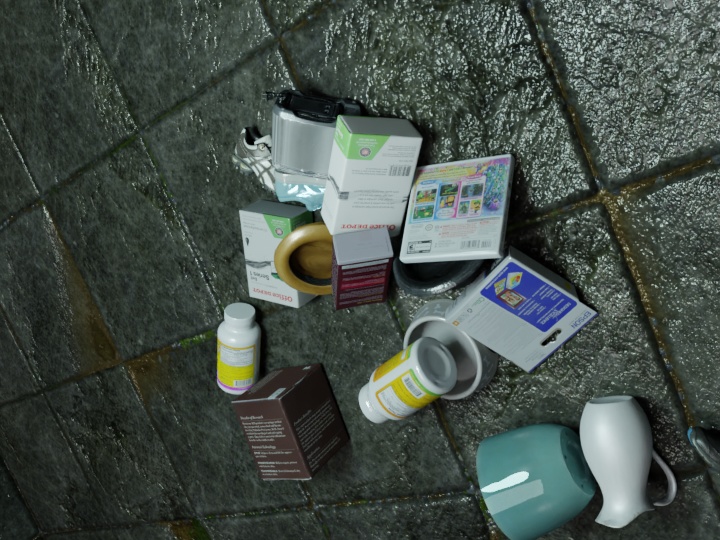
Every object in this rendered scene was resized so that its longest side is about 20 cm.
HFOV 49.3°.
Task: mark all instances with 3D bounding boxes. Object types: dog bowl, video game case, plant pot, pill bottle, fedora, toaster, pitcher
[{"bbox_3d":[0.171,0.161,1.540,0.196,0.058,0.205,16,119,30],"label":"dog bowl"},{"bbox_3d":[0.168,-0.106,1.371,0.196,0.024,0.187,-3,67,37],"label":"video game case"},{"bbox_3d":[0.333,0.376,1.439,0.159,0.200,0.203,-31,92,31],"label":"plant pot"},{"bbox_3d":[-0.286,0.182,1.848,0.102,0.104,0.205,21,121,26],"label":"pill bottle"},{"bbox_3d":[0.160,-0.021,1.419,0.197,0.205,0.091,-4,149,36],"label":"fedora"},{"bbox_3d":[0.085,0.220,1.519,0.112,0.111,0.199,53,131,3],"label":"pill bottle"},{"bbox_3d":[-0.080,-0.039,1.585,0.195,0.083,0.204,-6,135,-6],"label":"fedora"},{"bbox_3d":[-0.095,-0.256,1.481,0.195,0.115,0.132,9,124,-2],"label":"toaster"},{"bbox_3d":[0.470,0.322,1.366,0.121,0.168,0.206,166,96,-67],"label":"pitcher"}]

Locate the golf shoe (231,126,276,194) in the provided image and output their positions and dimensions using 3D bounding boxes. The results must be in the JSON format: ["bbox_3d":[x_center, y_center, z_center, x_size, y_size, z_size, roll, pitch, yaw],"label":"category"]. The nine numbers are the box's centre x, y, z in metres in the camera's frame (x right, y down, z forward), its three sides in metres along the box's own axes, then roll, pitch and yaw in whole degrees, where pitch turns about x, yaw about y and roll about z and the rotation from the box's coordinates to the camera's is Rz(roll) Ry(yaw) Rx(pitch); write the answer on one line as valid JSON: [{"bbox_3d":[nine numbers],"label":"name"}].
[{"bbox_3d":[-0.183,-0.223,1.609,0.197,0.077,0.096,29,125,20],"label":"golf shoe"}]

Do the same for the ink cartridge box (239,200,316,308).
[{"bbox_3d":[-0.172,-0.035,1.680,0.143,0.084,0.205,10,116,32],"label":"ink cartridge box"}]

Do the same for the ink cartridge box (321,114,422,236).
[{"bbox_3d":[0.017,-0.170,1.434,0.085,0.142,0.204,-120,36,-51],"label":"ink cartridge box"}]

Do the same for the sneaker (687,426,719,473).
[{"bbox_3d":[0.632,0.307,1.279,0.198,0.073,0.083,33,110,12],"label":"sneaker"}]

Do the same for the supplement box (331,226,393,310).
[{"bbox_3d":[0.000,0.000,1.500,0.201,0.106,0.062,97,162,-61],"label":"supplement box"}]

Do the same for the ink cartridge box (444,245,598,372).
[{"bbox_3d":[0.286,0.073,1.409,0.197,0.048,0.198,29,129,-14],"label":"ink cartridge box"}]

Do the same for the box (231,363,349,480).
[{"bbox_3d":[-0.157,0.345,1.788,0.162,0.165,0.204,-12,103,39],"label":"box"}]

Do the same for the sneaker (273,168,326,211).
[{"bbox_3d":[-0.074,-0.158,1.544,0.195,0.074,0.084,9,122,10],"label":"sneaker"}]
